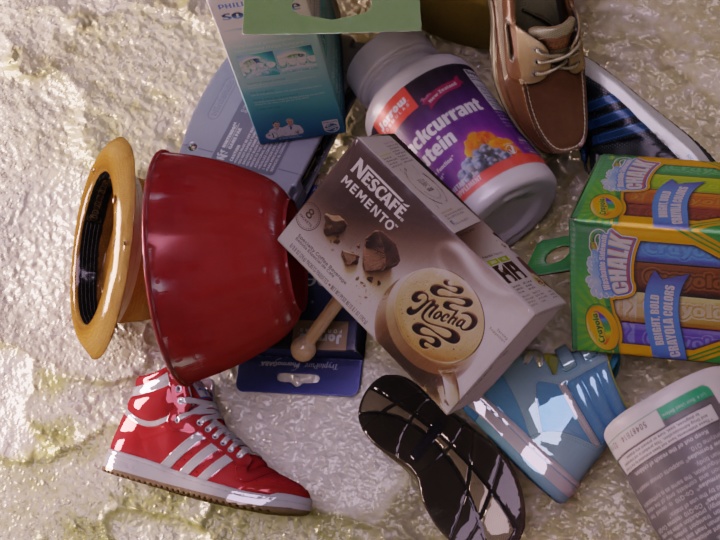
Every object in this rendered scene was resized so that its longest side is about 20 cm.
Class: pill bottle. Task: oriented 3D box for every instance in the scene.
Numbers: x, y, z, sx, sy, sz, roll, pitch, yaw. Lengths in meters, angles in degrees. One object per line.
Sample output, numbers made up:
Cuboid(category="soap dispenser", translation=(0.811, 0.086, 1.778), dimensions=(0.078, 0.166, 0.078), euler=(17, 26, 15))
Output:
Cuboid(category="pill bottle", translation=(0.073, -0.117, 1.414), dimensions=(0.111, 0.111, 0.200), euler=(-36, 65, 2))
Cuboid(category="pill bottle", translation=(0.281, 0.184, 1.242), dimensions=(0.113, 0.113, 0.201), euler=(-29, 73, 5))

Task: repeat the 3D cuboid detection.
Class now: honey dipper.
Cuboid(category="honey dipper", translation=(0.000, 0.000, 1.372), dimensions=(0.038, 0.038, 0.200), euler=(46, 115, 25))

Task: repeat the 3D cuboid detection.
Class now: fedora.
Cuboid(category="fedora", translation=(-0.204, -0.018, 1.459), dimensions=(0.081, 0.201, 0.202), euler=(6, 68, -23))

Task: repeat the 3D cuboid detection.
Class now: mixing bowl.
Cuboid(category="mixing bowl", translation=(-0.105, -0.008, 1.359), dimensions=(0.108, 0.200, 0.201), euler=(-6, 70, 7))

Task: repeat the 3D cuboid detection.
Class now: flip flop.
Cuboid(category="flip flop", translation=(0.072, 0.162, 1.353), dimensions=(0.081, 0.058, 0.200), euler=(-49, 51, 1))

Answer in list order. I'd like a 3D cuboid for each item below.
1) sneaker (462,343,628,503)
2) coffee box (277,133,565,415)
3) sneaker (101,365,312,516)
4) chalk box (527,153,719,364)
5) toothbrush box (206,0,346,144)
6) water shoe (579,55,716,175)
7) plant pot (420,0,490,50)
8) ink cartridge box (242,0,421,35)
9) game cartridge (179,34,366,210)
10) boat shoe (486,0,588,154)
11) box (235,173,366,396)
Cuboid(category="sneaker", translation=(0.140, 0.081, 1.346), dimensions=(0.131, 0.080, 0.200), euler=(-44, 75, 0))
Cuboid(category="coffee box", translation=(0.047, -0.001, 1.281), dimensions=(0.200, 0.080, 0.113), euler=(46, 112, 14))
Cuboid(category="sneaker", translation=(-0.124, 0.144, 1.404), dimensions=(0.199, 0.071, 0.113), euler=(11, 78, 22))
Cuboid(category="chalk box", translation=(0.233, -0.013, 1.299), dimensions=(0.199, 0.125, 0.125), euler=(6, 31, 17))
Cuboid(category="toothbrush box", translation=(-0.071, -0.229, 1.403), dimensions=(0.085, 0.200, 0.147), euler=(-8, 56, 8))
Cuboid(category="water shoe", translation=(0.214, -0.115, 1.393), dimensions=(0.200, 0.072, 0.079), euler=(41, 88, 25))
Cuboid(category="plant pot", translation=(0.101, -0.307, 1.435), dimensions=(0.200, 0.194, 0.196), euler=(40, 86, 11))
Cuboid(category="ink cartridge box", translation=(-0.024, -0.278, 1.284), dimensions=(0.145, 0.048, 0.201), euler=(-1, 56, 0))
Cuboid(category="game cartridge", translation=(-0.085, -0.140, 1.490), dimensions=(0.133, 0.041, 0.201), euler=(18, 64, 18))
Cuboid(category="boat shoe", translation=(0.146, -0.191, 1.328), dimensions=(0.075, 0.074, 0.201), euler=(-21, 106, -11))
Cuboid(category="box", translation=(-0.049, 0.010, 1.450), dimensions=(0.120, 0.032, 0.201), euler=(1, 73, 17))
